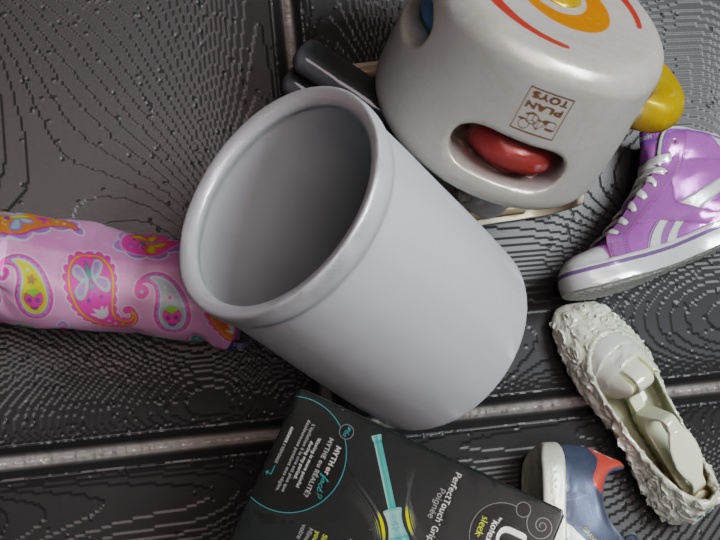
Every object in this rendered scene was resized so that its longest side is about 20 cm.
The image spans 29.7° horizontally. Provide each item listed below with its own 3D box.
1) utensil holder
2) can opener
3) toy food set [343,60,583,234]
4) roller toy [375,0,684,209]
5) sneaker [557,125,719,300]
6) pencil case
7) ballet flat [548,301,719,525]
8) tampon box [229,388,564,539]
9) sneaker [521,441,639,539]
[{"bbox_3d":[0.000,0.000,0.938,0.200,0.169,0.172,40,72,-43],"label":"utensil holder"},{"bbox_3d":[0.035,-0.107,1.019,0.198,0.053,0.067,30,47,-2],"label":"can opener"},{"bbox_3d":[0.069,-0.107,1.062,0.197,0.060,0.146,-8,84,-14],"label":"toy food set"},{"bbox_3d":[0.115,-0.147,0.954,0.181,0.140,0.200,-21,60,-43],"label":"roller toy"},{"bbox_3d":[0.225,-0.051,1.089,0.199,0.073,0.116,-21,83,-26],"label":"sneaker"},{"bbox_3d":[-0.177,0.010,0.979,0.197,0.087,0.089,7,80,-12],"label":"pencil case"},{"bbox_3d":[0.224,0.106,1.064,0.071,0.072,0.201,-31,89,-15],"label":"ballet flat"},{"bbox_3d":[0.021,0.200,0.942,0.198,0.126,0.151,24,77,11],"label":"tampon box"},{"bbox_3d":[0.169,0.234,1.027,0.083,0.075,0.203,5,82,-12],"label":"sneaker"}]
